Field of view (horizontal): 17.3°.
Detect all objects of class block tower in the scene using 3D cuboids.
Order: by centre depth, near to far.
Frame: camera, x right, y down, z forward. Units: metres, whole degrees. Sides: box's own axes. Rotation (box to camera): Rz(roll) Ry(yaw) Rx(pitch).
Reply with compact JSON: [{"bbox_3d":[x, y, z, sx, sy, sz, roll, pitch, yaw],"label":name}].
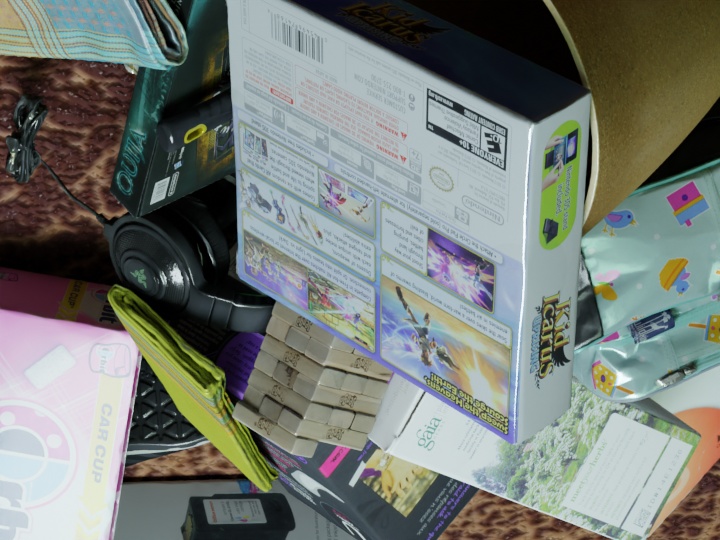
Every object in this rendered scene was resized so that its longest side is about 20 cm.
[{"bbox_3d":[0.000,0.000,1.270,0.058,0.054,0.200,17,97,-45],"label":"block tower"}]

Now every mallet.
[{"bbox_3d":[-0.017,-0.118,1.220,0.200,0.041,0.066,-26,149,-29],"label":"mallet"}]

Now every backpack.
[{"bbox_3d":[0.169,-0.027,1.296,0.200,0.176,0.153,-28,106,-6],"label":"backpack"}]

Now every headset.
[{"bbox_3d":[-0.099,-0.040,1.314,0.200,0.124,0.094,16,136,-2],"label":"headset"}]

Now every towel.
[{"bbox_3d":[-0.192,-0.154,1.159,0.200,0.022,0.147,6,144,33],"label":"towel"},{"bbox_3d":[-0.094,0.070,1.369,0.018,0.086,0.200,-43,160,-10],"label":"towel"}]

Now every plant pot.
[{"bbox_3d":[0.113,-0.121,1.178,0.200,0.186,0.186,-28,154,-35],"label":"plant pot"}]

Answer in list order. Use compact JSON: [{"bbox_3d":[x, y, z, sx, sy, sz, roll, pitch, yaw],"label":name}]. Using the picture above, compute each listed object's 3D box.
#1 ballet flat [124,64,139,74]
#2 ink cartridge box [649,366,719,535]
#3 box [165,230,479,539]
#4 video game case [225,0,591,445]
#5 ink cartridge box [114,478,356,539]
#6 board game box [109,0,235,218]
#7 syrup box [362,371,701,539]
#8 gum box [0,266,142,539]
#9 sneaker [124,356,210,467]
[{"bbox_3d":[-0.119,-0.140,1.226,0.067,0.067,0.200,-24,137,23],"label":"ballet flat"},{"bbox_3d":[0.180,0.063,1.451,0.162,0.050,0.200,-48,144,2],"label":"ink cartridge box"},{"bbox_3d":[-0.015,0.074,1.428,0.106,0.122,0.200,-49,139,-12],"label":"box"},{"bbox_3d":[0.019,-0.038,1.139,0.045,0.200,0.181,-29,135,-36],"label":"video game case"},{"bbox_3d":[-0.080,0.217,1.650,0.200,0.083,0.146,-2,141,-6],"label":"ink cartridge box"},{"bbox_3d":[-0.054,-0.125,1.223,0.135,0.028,0.200,-27,152,-36],"label":"board game box"},{"bbox_3d":[0.089,0.083,1.349,0.200,0.081,0.079,23,98,-33],"label":"syrup box"},{"bbox_3d":[-0.199,0.106,1.434,0.113,0.066,0.200,10,111,-2],"label":"gum box"},{"bbox_3d":[-0.153,0.091,1.521,0.200,0.072,0.083,-16,174,6],"label":"sneaker"}]
